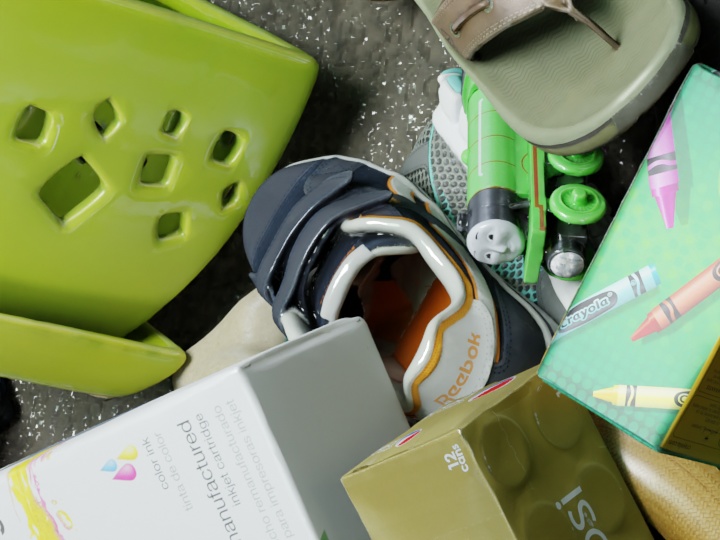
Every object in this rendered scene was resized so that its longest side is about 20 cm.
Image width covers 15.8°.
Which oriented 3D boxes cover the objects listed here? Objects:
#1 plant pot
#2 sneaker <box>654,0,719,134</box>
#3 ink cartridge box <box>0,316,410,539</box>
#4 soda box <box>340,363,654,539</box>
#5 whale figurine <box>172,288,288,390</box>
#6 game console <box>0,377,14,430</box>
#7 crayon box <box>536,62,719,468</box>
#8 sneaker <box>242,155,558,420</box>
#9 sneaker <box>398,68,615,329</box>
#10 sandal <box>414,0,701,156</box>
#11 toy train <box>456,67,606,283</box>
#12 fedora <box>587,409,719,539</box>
[{"bbox_3d":[-0.167,-0.058,1.175,0.199,0.199,0.183,31,104,53],"label":"plant pot"},{"bbox_3d":[0.152,-0.033,1.002,0.060,0.104,0.201,14,88,43],"label":"sneaker"},{"bbox_3d":[-0.066,0.123,0.991,0.199,0.087,0.146,-24,89,36],"label":"ink cartridge box"},{"bbox_3d":[0.076,0.138,0.909,0.064,0.068,0.201,-26,93,43],"label":"soda box"},{"bbox_3d":[-0.031,0.096,1.126,0.159,0.104,0.201,-43,32,20],"label":"whale figurine"},{"bbox_3d":[-0.282,0.089,1.289,0.200,0.118,0.172,-37,60,24],"label":"game console"},{"bbox_3d":[0.156,0.012,0.923,0.058,0.200,0.119,31,97,34],"label":"crayon box"},{"bbox_3d":[0.000,0.000,1.046,0.200,0.079,0.079,33,100,47],"label":"sneaker"},{"bbox_3d":[0.071,0.010,1.079,0.091,0.077,0.201,-52,46,25],"label":"sneaker"},{"bbox_3d":[0.056,-0.109,1.010,0.080,0.057,0.201,-51,42,5],"label":"sandal"},{"bbox_3d":[0.068,-0.070,1.054,0.056,0.042,0.201,5,42,-1],"label":"toy train"},{"bbox_3d":[0.105,0.132,0.986,0.200,0.082,0.202,17,120,31],"label":"fedora"}]
